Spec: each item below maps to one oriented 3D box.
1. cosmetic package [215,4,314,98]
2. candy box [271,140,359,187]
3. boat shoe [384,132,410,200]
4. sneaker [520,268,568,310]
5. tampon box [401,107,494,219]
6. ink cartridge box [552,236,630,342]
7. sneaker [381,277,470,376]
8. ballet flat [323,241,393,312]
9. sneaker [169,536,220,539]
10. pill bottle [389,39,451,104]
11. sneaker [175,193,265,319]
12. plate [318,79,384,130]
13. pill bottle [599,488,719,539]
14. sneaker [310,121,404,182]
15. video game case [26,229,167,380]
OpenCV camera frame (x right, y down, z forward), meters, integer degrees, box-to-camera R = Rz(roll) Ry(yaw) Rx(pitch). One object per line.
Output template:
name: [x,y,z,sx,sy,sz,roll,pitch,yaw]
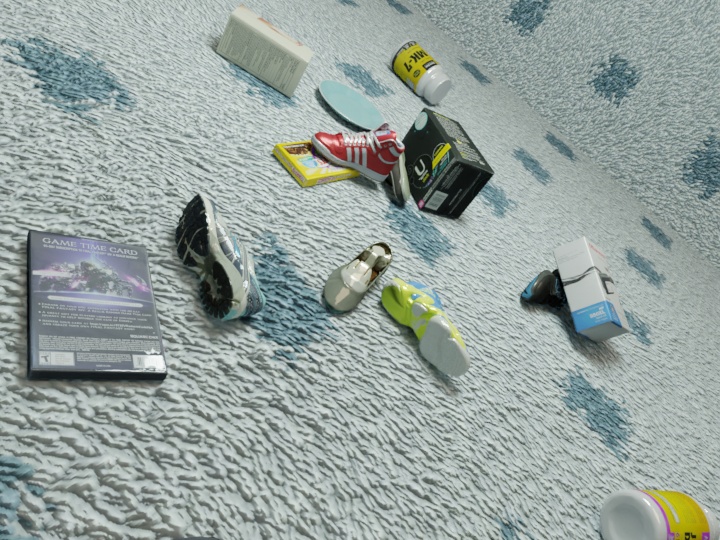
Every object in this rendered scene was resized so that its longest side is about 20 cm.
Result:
cosmetic package: [-0.217,-0.504,1.385,0.198,0.104,0.088,31,33,-13]
candy box: [-0.084,-0.225,1.237,0.103,0.026,0.199,50,34,12]
boat shoe: [0.074,-0.230,1.368,0.072,0.059,0.204,68,14,-49]
sneaker: [0.430,0.047,1.354,0.198,0.074,0.082,-12,58,-49]
tampon box: [0.188,-0.252,1.418,0.124,0.151,0.202,10,41,-36]
ink cartridge box: [0.519,0.044,1.353,0.143,0.083,0.204,21,53,-49]
sneaker: [0.127,0.084,1.012,0.201,0.076,0.104,50,34,20]
ballet flat: [0.000,0.000,1.003,0.067,0.064,0.200,39,33,4]
sneaker: [-0.180,0.258,0.483,0.198,0.088,0.075,-3,49,-46]
pill bottle: [0.196,-0.640,1.943,0.201,0.115,0.113,49,34,19]
sneaker: [-0.194,-0.016,0.843,0.086,0.077,0.202,12,46,-53]
plate: [-0.024,-0.415,1.532,0.197,0.026,0.202,26,34,-19]
pill bottle: [0.469,0.395,0.928,0.197,0.105,0.105,14,39,-31]
sneaker: [0.001,-0.265,1.241,0.197,0.113,0.072,17,41,-34]
video game case: [-0.308,0.039,0.699,0.141,0.019,0.202,10,41,-37]
